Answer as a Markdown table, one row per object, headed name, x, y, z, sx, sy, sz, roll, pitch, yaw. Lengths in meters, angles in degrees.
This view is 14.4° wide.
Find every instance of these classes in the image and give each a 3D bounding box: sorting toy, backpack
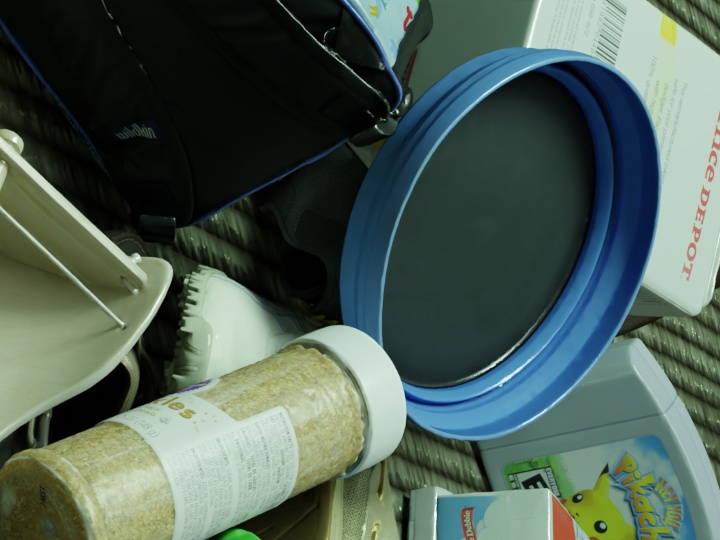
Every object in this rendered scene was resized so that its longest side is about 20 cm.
| name | x | y | z | sx | sy | sz | roll | pitch | yaw |
| --- | --- | --- | --- | --- | --- | --- | --- | --- | --- |
| sorting toy | -0.205 | 0.013 | 1.186 | 0.200 | 0.106 | 0.181 | 45 | 52 | -30 |
| backpack | -0.083 | -0.148 | 1.375 | 0.200 | 0.182 | 0.147 | 51 | 31 | -25 |

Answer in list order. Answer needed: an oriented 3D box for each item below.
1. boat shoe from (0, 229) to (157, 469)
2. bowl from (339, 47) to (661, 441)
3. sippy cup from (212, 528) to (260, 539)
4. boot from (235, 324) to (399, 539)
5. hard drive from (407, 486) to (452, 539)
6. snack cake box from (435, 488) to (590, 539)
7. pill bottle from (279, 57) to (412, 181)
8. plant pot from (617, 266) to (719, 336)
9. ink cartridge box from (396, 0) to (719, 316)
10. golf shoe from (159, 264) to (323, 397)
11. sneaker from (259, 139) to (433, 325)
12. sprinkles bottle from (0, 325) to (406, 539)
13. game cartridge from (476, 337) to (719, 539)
| name | x | y | z | sx | sy | sz | roll | pitch | yaw |
| --- | --- | --- | --- | --- | --- | --- | --- | --- | --- |
| boat shoe | -0.128 | 0.054 | 1.323 | 0.075 | 0.073 | 0.201 | 59 | 34 | -31 |
| bowl | 0.069 | -0.015 | 1.406 | 0.200 | 0.039 | 0.202 | -22 | 124 | -37 |
| sippy cup | -0.092 | 0.197 | 1.254 | 0.140 | 0.130 | 0.179 | -134 | -146 | -59 |
| boot | -0.002 | 0.140 | 1.518 | 0.201 | 0.072 | 0.156 | -82 | 151 | -47 |
| hard drive | 0.065 | 0.241 | 1.643 | 0.132 | 0.026 | 0.201 | 37 | 49 | -50 |
| snack cake box | 0.100 | 0.208 | 1.580 | 0.200 | 0.067 | 0.116 | 52 | 36 | -60 |
| pill bottle | 0.001 | -0.103 | 1.567 | 0.116 | 0.115 | 0.201 | -16 | 94 | -61 |
| plant pot | 0.111 | -0.024 | 1.698 | 0.200 | 0.186 | 0.188 | -35 | 111 | -44 |
| ink cartridge box | 0.116 | -0.074 | 1.539 | 0.200 | 0.083 | 0.146 | 30 | 69 | -44 |
| golf shoe | -0.040 | 0.045 | 1.391 | 0.200 | 0.097 | 0.079 | 4 | 98 | -80 |
| sneaker | 0.000 | 0.000 | 1.453 | 0.075 | 0.084 | 0.201 | 51 | -13 | 42 |
| sprinkles bottle | -0.068 | 0.083 | 1.259 | 0.199 | 0.068 | 0.069 | -21 | 98 | -43 |
| game cartridge | 0.152 | 0.145 | 1.725 | 0.201 | 0.133 | 0.040 | 70 | 23 | -12 |
